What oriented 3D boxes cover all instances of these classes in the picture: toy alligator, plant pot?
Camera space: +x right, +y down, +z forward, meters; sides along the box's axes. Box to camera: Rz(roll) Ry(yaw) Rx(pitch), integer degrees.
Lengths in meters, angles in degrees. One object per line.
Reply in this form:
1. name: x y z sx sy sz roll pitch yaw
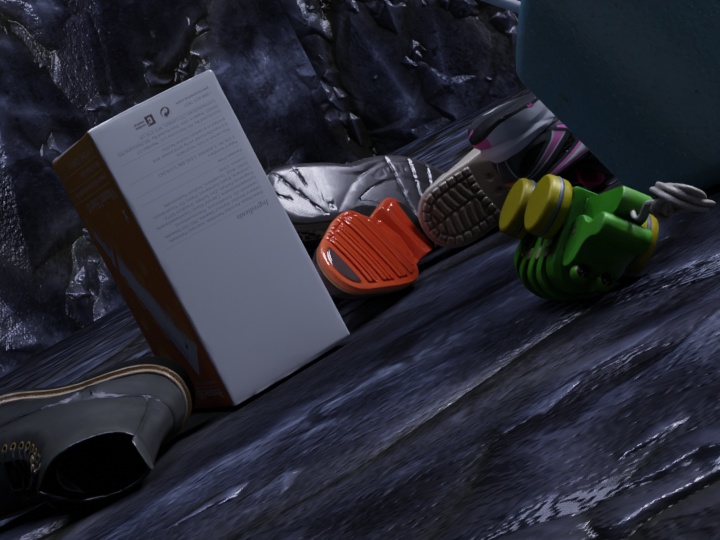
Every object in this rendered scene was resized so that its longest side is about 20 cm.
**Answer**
1. toy alligator: 0.108 -0.011 0.696 0.200 0.059 0.054 -173 103 -78
2. plant pot: 0.206 -0.157 0.855 0.196 0.196 0.200 -35 -11 -49

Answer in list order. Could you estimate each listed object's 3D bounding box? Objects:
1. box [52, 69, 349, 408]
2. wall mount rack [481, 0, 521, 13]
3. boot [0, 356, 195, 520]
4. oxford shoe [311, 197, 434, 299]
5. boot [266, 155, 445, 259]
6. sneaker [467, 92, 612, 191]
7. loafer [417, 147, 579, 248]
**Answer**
1. box: -0.111 -0.016 0.997 0.097 0.201 0.124 -30 6 -23
2. wall mount rack: 0.110 -0.223 0.904 0.174 0.074 0.201 -17 -45 -62
3. boot: -0.205 0.121 0.900 0.199 0.078 0.138 -28 10 8
4. oxford shoe: 0.000 0.000 1.091 0.073 0.071 0.200 -44 -6 18
5. boot: -0.018 -0.028 1.250 0.199 0.073 0.151 -4 -27 -31
6. sneaker: 0.166 -0.108 1.079 0.200 0.087 0.080 -33 12 -27
7. loafer: 0.129 -0.089 1.159 0.199 0.076 0.068 -29 12 -4
